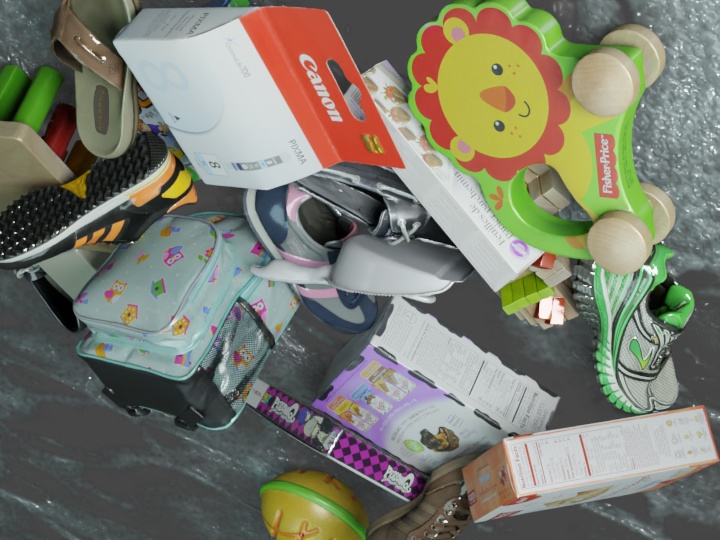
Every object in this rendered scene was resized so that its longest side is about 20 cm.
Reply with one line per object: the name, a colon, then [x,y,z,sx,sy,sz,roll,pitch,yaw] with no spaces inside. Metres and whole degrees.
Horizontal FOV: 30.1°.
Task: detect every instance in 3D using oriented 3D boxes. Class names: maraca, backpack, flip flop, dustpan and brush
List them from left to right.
flip flop: [-0.228,-0.181,1.118,0.081,0.058,0.200,27,128,29]
backpack: [-0.159,0.030,1.277,0.176,0.200,0.153,7,136,39]
maraca: [-0.039,0.318,1.659,0.200,0.107,0.137,38,153,-16]
dustpan and brush: [0.000,0.000,1.168,0.200,0.140,0.057,14,103,13]

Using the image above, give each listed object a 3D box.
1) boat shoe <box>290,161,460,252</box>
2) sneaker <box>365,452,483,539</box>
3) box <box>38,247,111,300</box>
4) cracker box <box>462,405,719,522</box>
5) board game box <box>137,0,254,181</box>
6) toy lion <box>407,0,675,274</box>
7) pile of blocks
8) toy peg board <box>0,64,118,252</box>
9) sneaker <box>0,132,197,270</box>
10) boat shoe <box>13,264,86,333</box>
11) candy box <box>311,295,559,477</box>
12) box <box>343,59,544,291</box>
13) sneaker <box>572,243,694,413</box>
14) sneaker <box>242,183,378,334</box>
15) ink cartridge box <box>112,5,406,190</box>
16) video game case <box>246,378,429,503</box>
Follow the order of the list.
boat shoe: [0.032,-0.054,1.144,0.200,0.068,0.072,29,146,-5]
sneaker: [0.081,0.260,1.355,0.070,0.076,0.200,21,133,-29]
box: [-0.252,0.024,1.445,0.082,0.068,0.200,-7,133,40]
cracker box: [0.208,0.180,1.236,0.199,0.058,0.134,-7,162,-14]
board game box: [-0.130,-0.153,1.153,0.200,0.035,0.135,-16,128,46]
toy lion: [0.126,-0.105,0.986,0.191,0.069,0.200,8,123,33]
pile of blocks: [0.136,-0.014,1.102,0.082,0.062,0.200,-7,134,7]
toy peg board: [-0.336,-0.116,1.307,0.200,0.098,0.199,7,153,27]
sneaker: [-0.241,-0.042,1.221,0.200,0.070,0.090,-29,139,10]
boat shoe: [-0.345,-0.010,1.468,0.073,0.063,0.200,2,139,33]
candy box: [0.073,0.133,1.365,0.200,0.072,0.168,32,146,-7]
box: [0.063,-0.075,1.058,0.200,0.039,0.041,50,148,6]
sneaker: [0.242,0.054,1.137,0.085,0.078,0.200,3,140,29]
sneaker: [-0.027,-0.011,1.241,0.082,0.070,0.200,-4,137,40]
ink cartridge box: [-0.080,-0.131,1.053,0.200,0.047,0.160,9,142,39]
video game case: [-0.014,0.191,1.436,0.200,0.036,0.181,35,172,-38]
